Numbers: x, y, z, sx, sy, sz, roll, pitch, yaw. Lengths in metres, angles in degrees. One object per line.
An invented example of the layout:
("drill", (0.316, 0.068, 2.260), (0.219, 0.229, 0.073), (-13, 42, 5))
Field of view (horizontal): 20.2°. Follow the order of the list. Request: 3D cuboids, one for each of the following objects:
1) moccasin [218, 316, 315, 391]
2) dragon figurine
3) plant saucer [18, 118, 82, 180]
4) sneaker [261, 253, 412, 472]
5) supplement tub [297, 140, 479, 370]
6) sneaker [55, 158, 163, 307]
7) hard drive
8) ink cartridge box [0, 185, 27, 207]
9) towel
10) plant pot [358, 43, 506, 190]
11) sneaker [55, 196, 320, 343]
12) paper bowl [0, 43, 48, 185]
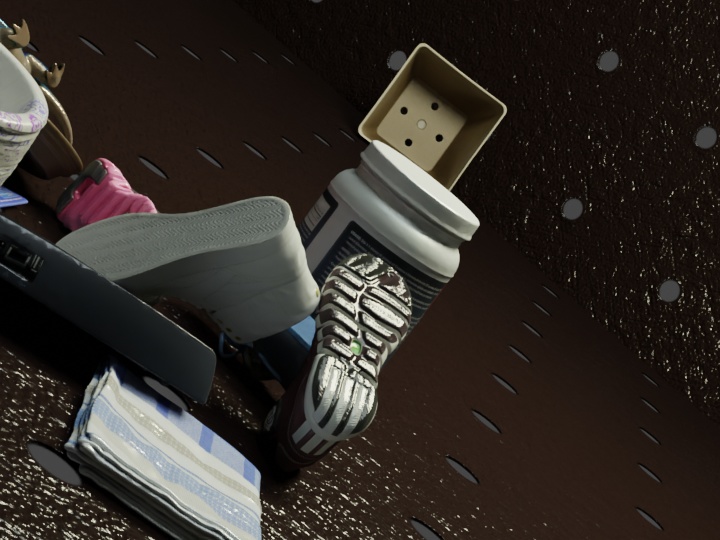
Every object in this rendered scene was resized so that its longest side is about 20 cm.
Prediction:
("moccasin", (-0.075, 0.062, 1.661), (0.080, 0.069, 0.200), (18, 20, -44))
("dragon figurine", (-0.308, -0.181, 1.721), (0.099, 0.059, 0.200), (30, -13, 40))
("plant saucer", (-0.313, -0.140, 1.673), (0.199, 0.030, 0.200), (37, -11, 9))
("sneaker", (-0.030, 0.076, 1.553), (0.075, 0.116, 0.201), (36, 37, -10))
("supplement tub", (0.000, 0.000, 1.819), (0.140, 0.201, 0.140), (36, 9, -7))
("sneaker", (-0.181, -0.018, 1.655), (0.095, 0.079, 0.200), (45, 5, -33))
("hard drive", (-0.194, 0.019, 1.411), (0.199, 0.043, 0.135), (34, -4, -20))
("ink cartridge box", (-0.350, -0.123, 1.599), (0.200, 0.042, 0.119), (41, 10, 7))
("towel", (-0.120, 0.124, 1.310), (0.146, 0.024, 0.200), (37, 9, -9))
("plant pot", (0.120, -0.270, 3.690), (0.199, 0.200, 0.177), (37, -2, -6))
("sneaker", (-0.130, 0.014, 1.528), (0.116, 0.198, 0.074), (67, 23, -44))
("paper bowl", (-0.331, -0.128, 1.449), (0.200, 0.105, 0.201), (34, 14, -10))
